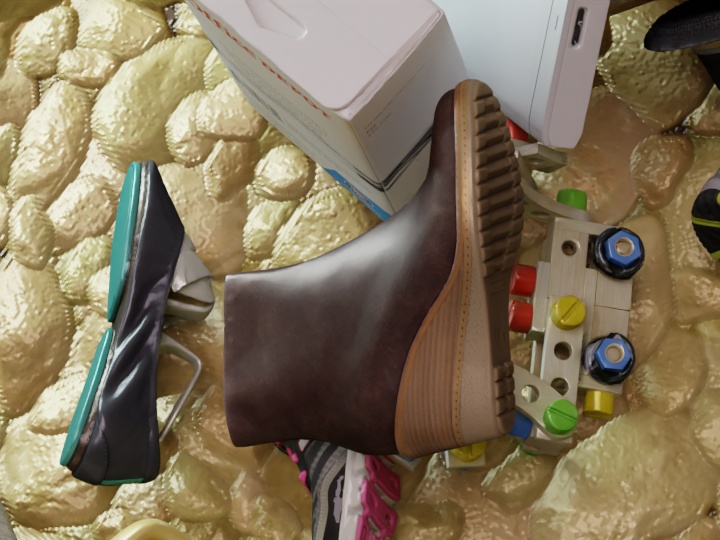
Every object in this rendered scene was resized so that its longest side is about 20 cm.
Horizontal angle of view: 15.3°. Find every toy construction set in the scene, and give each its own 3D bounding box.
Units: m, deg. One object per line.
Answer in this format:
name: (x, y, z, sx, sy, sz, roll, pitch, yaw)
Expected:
toy construction set: (0.089, 0.020, 1.491, 0.131, 0.092, 0.200, 9, 88, -7)

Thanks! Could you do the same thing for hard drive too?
hard drive: (0.086, -0.161, 1.498, 0.027, 0.200, 0.132, 4, 108, -20)

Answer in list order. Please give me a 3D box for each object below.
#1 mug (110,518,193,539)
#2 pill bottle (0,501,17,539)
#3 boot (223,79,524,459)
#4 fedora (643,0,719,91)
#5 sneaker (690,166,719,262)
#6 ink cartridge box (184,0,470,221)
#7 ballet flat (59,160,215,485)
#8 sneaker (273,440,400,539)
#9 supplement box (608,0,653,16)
mug: (-0.061, 0.228, 1.415, 0.149, 0.187, 0.153, 28, 68, 40)
pill bottle: (-0.234, 0.187, 1.491, 0.109, 0.110, 0.200, -27, 67, 0)
boot: (0.000, 0.000, 1.432, 0.166, 0.072, 0.200, -1, 89, 25)
fedora: (0.260, -0.127, 1.495, 0.200, 0.201, 0.092, -20, 99, 3)
sneaker: (0.287, -0.017, 1.487, 0.200, 0.075, 0.076, 27, 57, 10)
ink cartridge box: (-0.013, -0.118, 1.509, 0.146, 0.200, 0.086, 41, 82, 20)
ballet flat: (-0.122, 0.034, 1.554, 0.073, 0.073, 0.200, 5, 65, 12)
sneaker: (-0.030, 0.085, 1.511, 0.087, 0.074, 0.200, -9, 68, 12)
supplement box: (0.184, -0.197, 1.485, 0.126, 0.200, 0.074, -20, 90, -10)
